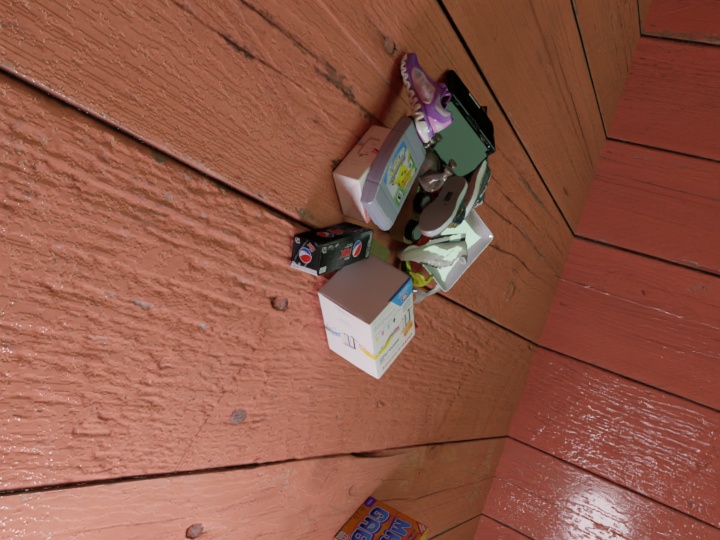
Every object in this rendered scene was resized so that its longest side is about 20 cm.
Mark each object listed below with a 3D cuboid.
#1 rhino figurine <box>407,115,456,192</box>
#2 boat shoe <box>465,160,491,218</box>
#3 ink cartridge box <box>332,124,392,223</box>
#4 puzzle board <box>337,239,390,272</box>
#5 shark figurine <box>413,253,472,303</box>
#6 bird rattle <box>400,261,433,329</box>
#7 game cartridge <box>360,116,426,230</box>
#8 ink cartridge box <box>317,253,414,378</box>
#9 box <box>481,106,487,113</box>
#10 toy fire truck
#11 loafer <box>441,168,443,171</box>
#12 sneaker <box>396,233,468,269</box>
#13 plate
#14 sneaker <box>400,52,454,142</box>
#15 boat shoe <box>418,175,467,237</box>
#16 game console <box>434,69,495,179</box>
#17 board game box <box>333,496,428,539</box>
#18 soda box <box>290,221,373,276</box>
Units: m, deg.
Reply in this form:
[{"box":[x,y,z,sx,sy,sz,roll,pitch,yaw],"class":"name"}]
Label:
[{"box":[0.138,-0.261,1.512,0.059,0.203,0.087,4,144,-44],"class":"rhino figurine"},{"box":[0.277,-0.188,1.712,0.068,0.071,0.202,43,54,-30],"class":"boat shoe"},{"box":[0.030,-0.212,1.426,0.201,0.067,0.118,-53,147,-31],"class":"ink cartridge box"},{"box":[0.000,0.000,1.556,0.199,0.017,0.153,28,82,-62],"class":"puzzle board"},{"box":[0.222,0.005,1.871,0.218,0.126,0.090,-66,165,-9],"class":"shark figurine"},{"box":[0.084,0.068,1.711,0.161,0.112,0.203,3,117,-50],"class":"bird rattle"},{"box":[0.068,-0.197,1.395,0.203,0.040,0.133,-64,148,-14],"class":"game cartridge"},{"box":[0.018,0.094,1.476,0.147,0.143,0.202,-45,149,-27],"class":"ink cartridge box"},{"box":[0.319,-0.315,1.881,0.202,0.043,0.162,78,21,-46],"class":"box"},{"box":[0.144,-0.151,1.648,0.198,0.127,0.180,10,98,-53],"class":"toy fire truck"},{"box":[0.243,-0.251,1.801,0.070,0.069,0.203,32,78,-64],"class":"loafer"},{"box":[0.180,-0.040,1.695,0.196,0.076,0.082,-10,98,-23],"class":"sneaker"},{"box":[0.225,-0.080,1.777,0.200,0.032,0.200,-48,122,-6],"class":"plate"},{"box":[0.141,-0.367,1.437,0.080,0.087,0.204,37,36,-65],"class":"sneaker"},{"box":[0.194,-0.120,1.566,0.201,0.070,0.092,-54,146,-37],"class":"boat shoe"},{"box":[0.231,-0.348,1.687,0.200,0.115,0.178,44,35,-31],"class":"game console"},{"box":[0.050,0.810,1.946,0.199,0.197,0.204,-30,132,-51],"class":"board game box"},{"box":[-0.054,-0.046,1.364,0.199,0.070,0.065,-19,122,-58],"class":"soda box"}]
